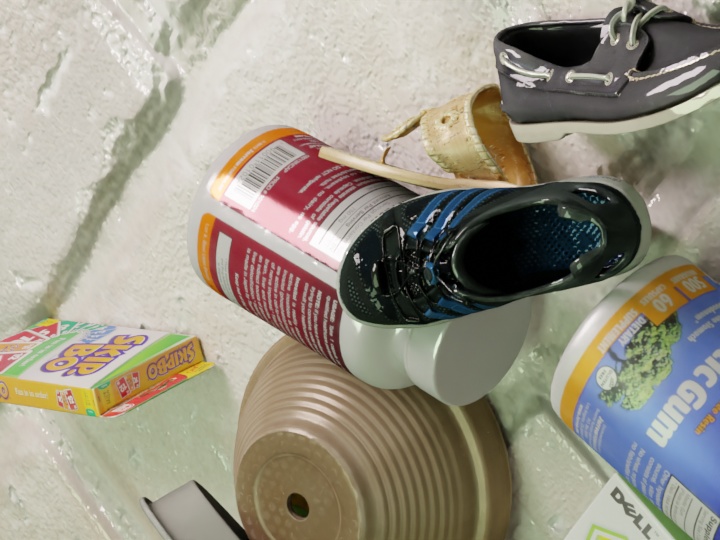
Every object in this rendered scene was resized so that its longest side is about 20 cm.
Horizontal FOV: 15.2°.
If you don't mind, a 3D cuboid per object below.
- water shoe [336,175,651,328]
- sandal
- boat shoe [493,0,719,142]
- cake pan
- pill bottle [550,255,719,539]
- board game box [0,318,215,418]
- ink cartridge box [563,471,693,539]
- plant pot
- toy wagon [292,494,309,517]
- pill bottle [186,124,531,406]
[{"bbox_3d":[0.057,-0.012,1.451,0.199,0.079,0.072,-16,88,33],"label":"water shoe"},{"bbox_3d":[0.076,-0.069,1.527,0.211,0.077,0.070,19,95,34],"label":"sandal"},{"bbox_3d":[0.136,-0.111,1.407,0.200,0.072,0.063,-7,110,56],"label":"boat shoe"},{"bbox_3d":[-0.063,0.210,1.729,0.200,0.037,0.200,48,177,4],"label":"cake pan"},{"bbox_3d":[0.205,0.093,1.419,0.200,0.112,0.112,41,139,25],"label":"pill bottle"},{"bbox_3d":[-0.196,0.068,1.890,0.199,0.095,0.030,8,118,47],"label":"board game box"},{"bbox_3d":[0.178,0.166,1.540,0.104,0.059,0.200,50,142,16],"label":"ink cartridge box"},{"bbox_3d":[-0.012,0.132,1.680,0.200,0.092,0.202,11,110,34],"label":"plant pot"},{"bbox_3d":[-0.012,0.225,1.818,0.155,0.039,0.201,14,123,45],"label":"toy wagon"},{"bbox_3d":[0.000,0.000,1.602,0.199,0.113,0.114,31,133,35],"label":"pill bottle"}]
